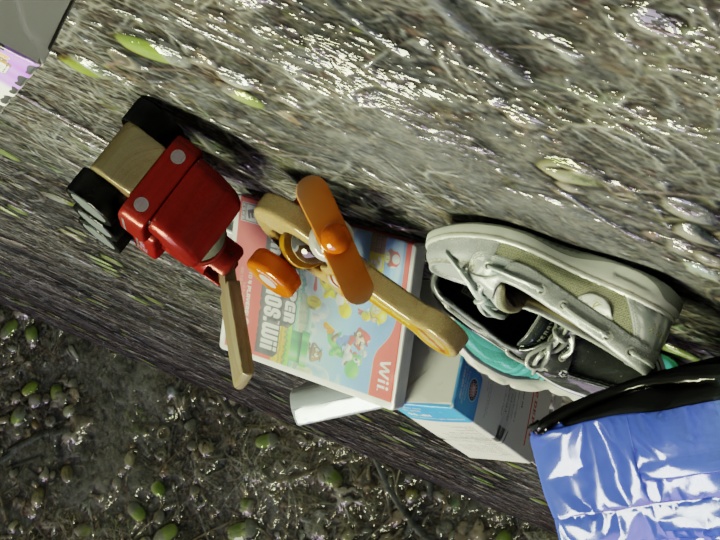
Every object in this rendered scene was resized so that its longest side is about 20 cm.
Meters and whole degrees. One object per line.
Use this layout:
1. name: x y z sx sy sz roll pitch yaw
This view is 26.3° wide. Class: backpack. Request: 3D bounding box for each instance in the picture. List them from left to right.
1. backpack: 0.252 0.141 1.063 0.200 0.168 0.162 -24 176 43

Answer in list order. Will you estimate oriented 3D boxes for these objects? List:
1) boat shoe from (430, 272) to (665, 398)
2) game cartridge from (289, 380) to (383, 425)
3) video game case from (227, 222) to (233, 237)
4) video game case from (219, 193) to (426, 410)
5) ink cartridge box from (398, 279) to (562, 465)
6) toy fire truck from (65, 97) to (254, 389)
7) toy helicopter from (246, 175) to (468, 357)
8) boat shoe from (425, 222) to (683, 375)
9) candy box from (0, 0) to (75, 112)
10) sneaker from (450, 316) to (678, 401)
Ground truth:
1. boat shoe: 0.144 0.045 1.183 0.199 0.074 0.068 33 -176 4
2. game cartridge: 0.024 0.099 1.446 0.133 0.041 0.200 -19 179 30
3. video game case: -0.111 -0.017 1.577 0.182 0.022 0.200 22 169 14
4. video game case: -0.037 0.024 1.318 0.199 0.144 0.017 17 -165 35
5. ink cartridge box: 0.110 0.099 1.371 0.068 0.116 0.200 0 157 33
6. toy fire truck: -0.137 -0.016 1.252 0.200 0.129 0.176 36 168 1
7. toy helicopter: 0.000 0.000 1.204 0.200 0.079 0.132 34 164 13
8. boat shoe: 0.128 0.017 1.099 0.201 0.065 0.074 18 168 29
9. candy box: -0.288 -0.187 1.024 0.167 0.072 0.200 28 168 -17
10. sneaker: 0.169 0.061 1.254 0.199 0.078 0.080 19 157 -11
